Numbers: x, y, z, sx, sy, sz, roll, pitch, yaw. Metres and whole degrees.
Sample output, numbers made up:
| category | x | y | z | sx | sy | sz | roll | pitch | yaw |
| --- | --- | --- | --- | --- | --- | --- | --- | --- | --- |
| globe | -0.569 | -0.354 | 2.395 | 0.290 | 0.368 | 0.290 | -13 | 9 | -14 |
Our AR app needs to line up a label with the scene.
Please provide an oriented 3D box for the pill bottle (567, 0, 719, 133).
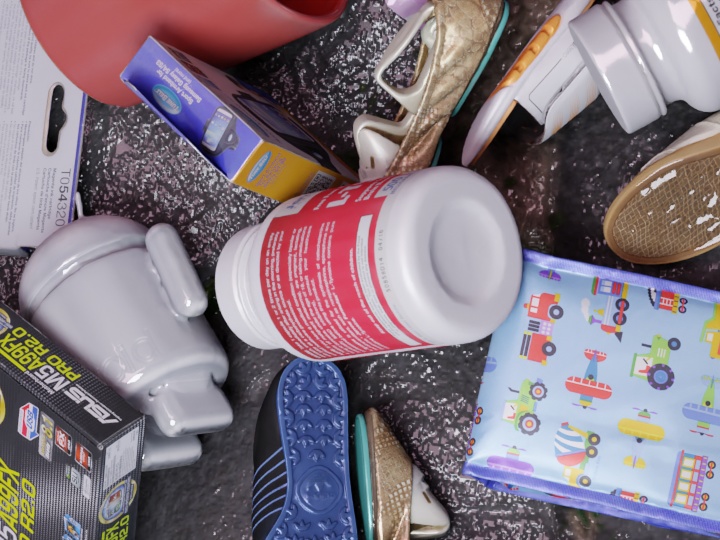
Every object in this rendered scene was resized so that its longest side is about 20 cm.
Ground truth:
| category | x | y | z | sx | sy | sz | roll | pitch | yaw |
| --- | --- | --- | --- | --- | --- | --- | --- | --- | --- |
| pill bottle | 0.238 | -0.171 | 1.534 | 0.199 | 0.111 | 0.112 | -29 | 69 | 3 |

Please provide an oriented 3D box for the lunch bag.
| category | x | y | z | sx | sy | sz | roll | pitch | yaw |
| --- | --- | --- | --- | --- | --- | --- | --- | --- | --- |
| lunch bag | 0.183 | 0.083 | 1.551 | 0.198 | 0.094 | 0.152 | 11 | 82 | 17 |

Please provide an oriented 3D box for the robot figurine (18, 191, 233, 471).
| category | x | y | z | sx | sy | sz | roll | pitch | yaw |
| --- | --- | --- | --- | --- | --- | --- | --- | --- | --- |
| robot figurine | -0.168 | 0.043 | 1.695 | 0.170 | 0.113 | 0.201 | -46 | 64 | 28 |

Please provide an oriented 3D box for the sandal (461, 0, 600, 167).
| category | x | y | z | sx | sy | sz | roll | pitch | yaw |
| --- | --- | --- | --- | --- | --- | --- | --- | --- | --- |
| sandal | 0.144 | -0.145 | 1.613 | 0.059 | 0.079 | 0.207 | 37 | 84 | -2 |

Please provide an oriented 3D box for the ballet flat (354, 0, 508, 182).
| category | x | y | z | sx | sy | sz | roll | pitch | yaw |
| --- | --- | --- | --- | --- | --- | --- | --- | --- | --- |
| ballet flat | 0.033 | -0.108 | 1.635 | 0.065 | 0.071 | 0.201 | 20 | 101 | -13 |

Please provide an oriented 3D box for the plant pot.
| category | x | y | z | sx | sy | sz | roll | pitch | yaw |
| --- | --- | --- | --- | --- | --- | --- | --- | --- | --- |
| plant pot | -0.134 | -0.218 | 1.699 | 0.177 | 0.200 | 0.202 | -29 | 69 | 26 |

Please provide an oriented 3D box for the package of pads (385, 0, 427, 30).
| category | x | y | z | sx | sy | sz | roll | pitch | yaw |
| --- | --- | --- | --- | --- | --- | --- | --- | --- | --- |
| package of pads | 0.093 | -0.266 | 1.657 | 0.199 | 0.076 | 0.121 | -27 | 67 | 20 |

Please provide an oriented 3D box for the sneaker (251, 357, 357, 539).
| category | x | y | z | sx | sy | sz | roll | pitch | yaw |
| --- | --- | --- | --- | --- | --- | --- | --- | --- | --- |
| sneaker | -0.040 | 0.161 | 1.634 | 0.070 | 0.078 | 0.202 | 7 | 78 | -9 |

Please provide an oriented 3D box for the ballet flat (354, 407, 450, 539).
| category | x | y | z | sx | sy | sz | roll | pitch | yaw |
| --- | --- | --- | --- | --- | --- | --- | --- | --- | --- |
| ballet flat | 0.030 | 0.192 | 1.613 | 0.065 | 0.071 | 0.202 | -1 | 81 | -3 |

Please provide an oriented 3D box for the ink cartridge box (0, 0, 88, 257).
| category | x | y | z | sx | sy | sz | roll | pitch | yaw |
| --- | --- | --- | --- | --- | --- | --- | --- | --- | --- |
| ink cartridge box | -0.286 | -0.111 | 1.821 | 0.198 | 0.043 | 0.198 | 3 | 81 | 21 |

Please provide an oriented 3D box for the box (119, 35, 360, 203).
| category | x | y | z | sx | sy | sz | roll | pitch | yaw |
| --- | --- | --- | --- | --- | --- | --- | --- | --- | --- |
| box | -0.079 | -0.094 | 1.634 | 0.119 | 0.200 | 0.042 | 43 | 98 | 25 |

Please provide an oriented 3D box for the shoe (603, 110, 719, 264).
| category | x | y | z | sx | sy | sz | roll | pitch | yaw |
| --- | --- | --- | --- | --- | --- | --- | --- | --- | --- |
| shoe | 0.246 | -0.070 | 1.570 | 0.199 | 0.053 | 0.070 | -33 | 100 | 19 |

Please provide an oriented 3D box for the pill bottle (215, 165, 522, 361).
| category | x | y | z | sx | sy | sz | roll | pitch | yaw |
| --- | --- | --- | --- | --- | --- | --- | --- | --- | --- |
| pill bottle | 0.000 | 0.000 | 1.567 | 0.199 | 0.112 | 0.113 | -10 | 74 | 46 |

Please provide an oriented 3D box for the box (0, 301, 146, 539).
| category | x | y | z | sx | sy | sz | roll | pitch | yaw |
| --- | --- | --- | --- | --- | --- | --- | --- | --- | --- |
| box | -0.224 | 0.137 | 1.675 | 0.160 | 0.044 | 0.201 | 35 | 137 | 25 |
